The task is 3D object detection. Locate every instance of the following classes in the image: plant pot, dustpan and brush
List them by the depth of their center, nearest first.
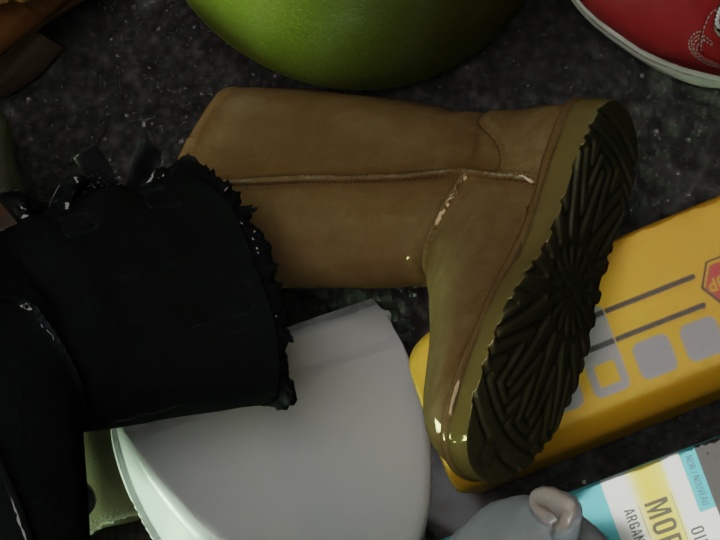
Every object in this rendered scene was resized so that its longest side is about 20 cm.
[{"bbox_3d":[0.012,-0.181,0.788,0.186,0.200,0.189,1,85,-9],"label":"plant pot"},{"bbox_3d":[-0.011,0.127,0.835,0.139,0.057,0.201,-18,70,-26],"label":"dustpan and brush"}]

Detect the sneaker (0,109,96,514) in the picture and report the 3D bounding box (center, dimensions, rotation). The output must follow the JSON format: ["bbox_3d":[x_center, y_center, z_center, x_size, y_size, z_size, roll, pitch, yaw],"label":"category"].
[{"bbox_3d":[-0.143,0.021,0.825,0.081,0.077,0.201,5,63,-20],"label":"sneaker"}]

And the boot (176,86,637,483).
[{"bbox_3d":[0.000,0.000,0.814,0.199,0.066,0.176,3,53,34],"label":"boot"}]

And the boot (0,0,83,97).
[{"bbox_3d":[-0.143,-0.170,0.873,0.200,0.155,0.077,-45,74,3],"label":"boot"}]

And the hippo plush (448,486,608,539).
[{"bbox_3d":[0.081,0.156,0.694,0.199,0.159,0.162,-24,87,-26],"label":"hippo plush"}]

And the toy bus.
[{"bbox_3d":[0.121,0.020,0.829,0.199,0.065,0.079,-22,77,9],"label":"toy bus"}]

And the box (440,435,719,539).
[{"bbox_3d":[0.136,0.117,0.819,0.199,0.049,0.083,-22,77,9],"label":"box"}]

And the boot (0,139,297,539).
[{"bbox_3d":[-0.095,0.049,0.746,0.073,0.162,0.199,-49,60,47],"label":"boot"}]

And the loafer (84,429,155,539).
[{"bbox_3d":[-0.103,0.095,0.857,0.075,0.068,0.202,-5,87,-24],"label":"loafer"}]

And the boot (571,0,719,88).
[{"bbox_3d":[0.168,-0.110,0.798,0.199,0.144,0.073,24,89,17],"label":"boot"}]
